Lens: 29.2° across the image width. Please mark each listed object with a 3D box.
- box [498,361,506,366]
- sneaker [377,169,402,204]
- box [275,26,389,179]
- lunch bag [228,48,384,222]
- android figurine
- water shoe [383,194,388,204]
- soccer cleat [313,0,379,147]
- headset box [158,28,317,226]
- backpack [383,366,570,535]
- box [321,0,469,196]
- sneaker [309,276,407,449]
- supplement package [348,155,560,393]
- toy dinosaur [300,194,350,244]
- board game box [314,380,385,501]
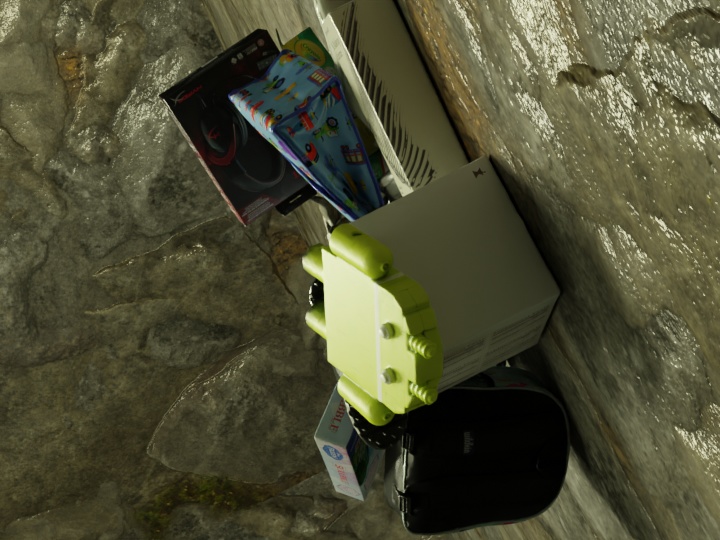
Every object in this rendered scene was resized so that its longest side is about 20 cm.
[{"bbox_3d":[0.115,0.070,1.616,0.109,0.035,0.200,19,158,14],"label":"box"},{"bbox_3d":[0.073,-0.081,1.557,0.082,0.075,0.200,48,177,15],"label":"sneaker"},{"bbox_3d":[-0.031,-0.199,1.633,0.201,0.048,0.117,53,174,15],"label":"box"},{"bbox_3d":[-0.038,-0.129,1.536,0.201,0.094,0.150,55,173,-30],"label":"lunch bag"},{"bbox_3d":[0.011,0.052,1.249,0.200,0.041,0.184,37,136,48],"label":"android figurine"},{"bbox_3d":[0.089,-0.020,1.705,0.202,0.071,0.079,62,150,4],"label":"water shoe"},{"bbox_3d":[-0.006,-0.224,1.477,0.077,0.069,0.201,-28,90,50],"label":"soccer cleat"},{"bbox_3d":[-0.123,-0.162,1.638,0.201,0.148,0.075,58,175,-16],"label":"headset box"},{"bbox_3d":[0.125,0.190,1.514,0.151,0.197,0.180,-127,36,-72],"label":"backpack"},{"bbox_3d":[0.035,-0.178,1.397,0.202,0.068,0.082,64,174,-2],"label":"box"},{"bbox_3d":[-0.003,0.083,1.405,0.091,0.066,0.202,-125,15,-76],"label":"sneaker"},{"bbox_3d":[0.087,0.015,1.356,0.153,0.149,0.200,63,174,15],"label":"supplement package"},{"bbox_3d":[-0.013,-0.052,1.750,0.199,0.077,0.103,24,-141,-27],"label":"toy dinosaur"},{"bbox_3d":[0.015,0.136,1.556,0.041,0.202,0.200,18,159,14],"label":"board game box"}]
